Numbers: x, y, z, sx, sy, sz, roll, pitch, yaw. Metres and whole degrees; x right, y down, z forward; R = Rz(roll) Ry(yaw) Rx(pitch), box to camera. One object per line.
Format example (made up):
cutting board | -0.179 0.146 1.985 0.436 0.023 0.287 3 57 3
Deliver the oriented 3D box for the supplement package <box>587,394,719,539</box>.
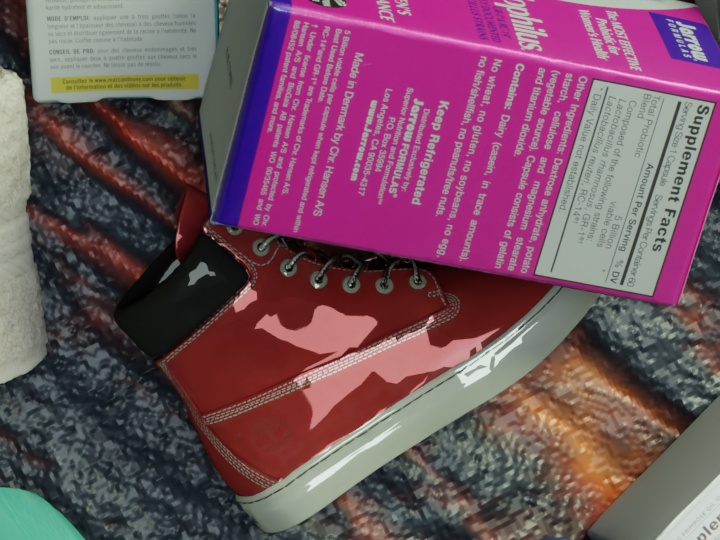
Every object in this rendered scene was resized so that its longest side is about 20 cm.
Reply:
supplement package | 0.213 0.152 1.195 0.110 0.114 0.200 -44 95 -6

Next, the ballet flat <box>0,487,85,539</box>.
ballet flat | -0.111 0.184 1.171 0.067 0.070 0.201 -20 96 -44

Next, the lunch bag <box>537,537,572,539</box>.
lunch bag | 0.094 0.209 1.171 0.136 0.132 0.200 -38 96 -5

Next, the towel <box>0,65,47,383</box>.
towel | -0.198 -0.001 1.105 0.034 0.200 0.133 10 111 33

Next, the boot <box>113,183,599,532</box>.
boot | 0.000 0.000 1.179 0.199 0.072 0.145 -34 103 -3

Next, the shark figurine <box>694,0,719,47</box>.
shark figurine | 0.185 -0.170 1.202 0.128 0.089 0.215 28 85 -6

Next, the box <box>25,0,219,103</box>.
box | -0.101 -0.168 1.131 0.082 0.049 0.201 -1 122 -3

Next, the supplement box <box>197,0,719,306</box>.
supplement box | 0.043 -0.065 1.123 0.199 0.101 0.104 11 116 -13
